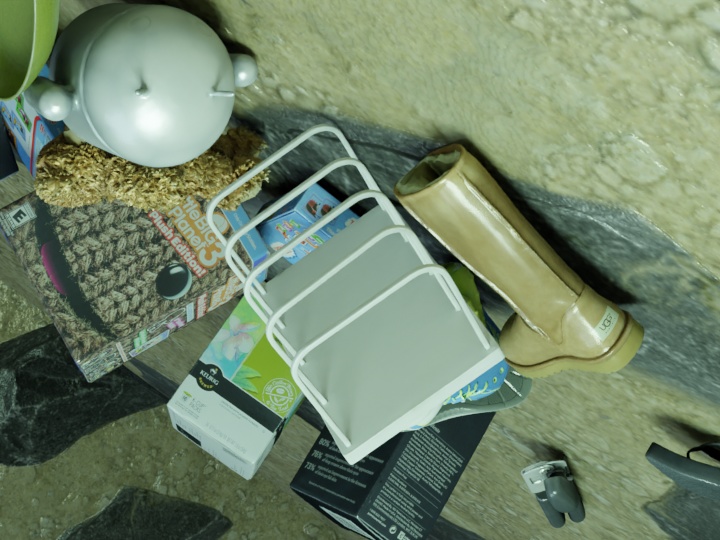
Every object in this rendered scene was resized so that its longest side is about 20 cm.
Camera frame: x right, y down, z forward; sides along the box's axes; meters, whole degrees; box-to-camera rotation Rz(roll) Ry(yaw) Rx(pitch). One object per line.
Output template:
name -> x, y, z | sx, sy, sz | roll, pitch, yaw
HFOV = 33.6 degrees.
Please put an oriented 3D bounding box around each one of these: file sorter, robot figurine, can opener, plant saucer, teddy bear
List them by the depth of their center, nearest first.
plant saucer -> -0.257, -0.223, 0.845 | 0.199, 0.031, 0.203 | 28, 125, 48
robot figurine -> -0.163, -0.140, 0.886 | 0.199, 0.168, 0.114 | 24, 127, 59
file sorter -> -0.013, 0.009, 0.893 | 0.125, 0.138, 0.201 | 55, 180, -45
teddy bear -> -0.172, -0.096, 0.996 | 0.197, 0.146, 0.067 | 9, 131, 4
can opener -> 0.234, 0.275, 1.412 | 0.053, 0.068, 0.200 | -17, 147, 10

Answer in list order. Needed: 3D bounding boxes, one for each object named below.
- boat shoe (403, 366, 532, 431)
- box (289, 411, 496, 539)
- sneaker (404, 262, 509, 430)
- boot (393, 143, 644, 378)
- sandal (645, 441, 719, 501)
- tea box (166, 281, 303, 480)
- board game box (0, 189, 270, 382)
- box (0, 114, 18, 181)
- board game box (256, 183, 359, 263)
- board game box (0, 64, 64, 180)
boat shoe -> 0.065, 0.115, 1.161 | 0.199, 0.076, 0.065 | -8, 172, -3
box -> 0.037, 0.203, 1.360 | 0.104, 0.201, 0.147 | 42, 162, -30
sneaker -> 0.081, 0.079, 0.973 | 0.075, 0.201, 0.105 | -30, 111, 32
boot -> 0.102, -0.006, 0.903 | 0.200, 0.066, 0.175 | 41, 159, -15
sandal -> 0.344, 0.181, 1.017 | 0.198, 0.043, 0.076 | 15, 164, 24
tea box -> -0.138, 0.142, 1.522 | 0.133, 0.198, 0.200 | 33, 165, 2
board game box -> -0.208, -0.021, 1.106 | 0.160, 0.199, 0.097 | 57, 166, 9
box -> -0.442, -0.191, 1.135 | 0.196, 0.117, 0.202 | 40, 149, 34
board game box -> 0.000, 0.000, 1.118 | 0.199, 0.037, 0.151 | 37, 164, -15
board game box -> -0.321, -0.169, 1.115 | 0.201, 0.036, 0.151 | 56, 156, 5
